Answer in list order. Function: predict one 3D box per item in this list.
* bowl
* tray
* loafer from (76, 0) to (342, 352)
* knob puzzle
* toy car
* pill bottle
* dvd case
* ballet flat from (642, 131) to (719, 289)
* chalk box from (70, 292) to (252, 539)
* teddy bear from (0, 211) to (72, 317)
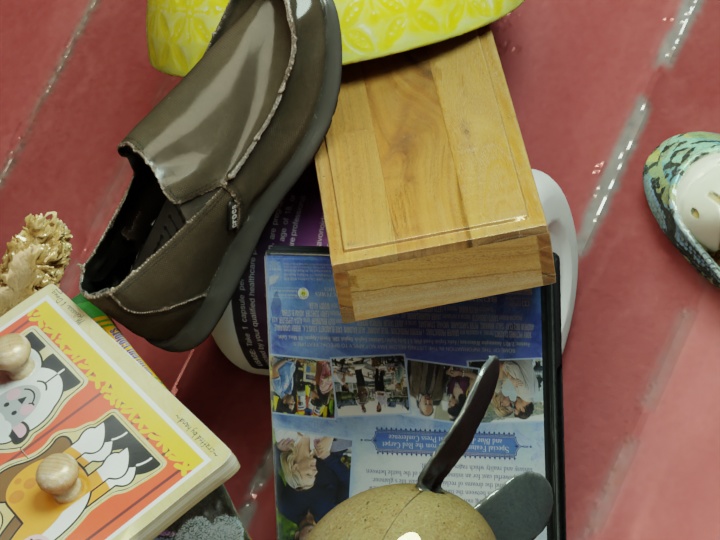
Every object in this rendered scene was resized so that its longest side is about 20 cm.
[{"bbox_3d":[-0.020,-0.175,1.478,0.200,0.200,0.108,-5,107,17],"label":"bowl"},{"bbox_3d":[0.028,-0.052,1.376,0.099,0.037,0.200,-11,32,0],"label":"tray"},{"bbox_3d":[-0.073,-0.054,1.365,0.073,0.071,0.200,36,108,47],"label":"loafer"},{"bbox_3d":[-0.182,0.098,1.323,0.219,0.030,0.220,-14,43,13],"label":"knob puzzle"},{"bbox_3d":[0.028,0.139,1.107,0.158,0.164,0.200,14,57,25],"label":"toy car"},{"bbox_3d":[0.000,0.000,1.440,0.200,0.112,0.113,5,66,21],"label":"pill bottle"},{"bbox_3d":[0.027,0.088,1.374,0.143,0.018,0.200,1,101,18],"label":"dvd case"},{"bbox_3d":[0.202,-0.011,1.400,0.074,0.074,0.200,-40,58,-3],"label":"ballet flat"},{"bbox_3d":[-0.169,0.130,1.398,0.200,0.125,0.124,-31,41,-9],"label":"chalk box"},{"bbox_3d":[-0.213,0.023,1.499,0.200,0.067,0.145,25,91,-1],"label":"teddy bear"}]
